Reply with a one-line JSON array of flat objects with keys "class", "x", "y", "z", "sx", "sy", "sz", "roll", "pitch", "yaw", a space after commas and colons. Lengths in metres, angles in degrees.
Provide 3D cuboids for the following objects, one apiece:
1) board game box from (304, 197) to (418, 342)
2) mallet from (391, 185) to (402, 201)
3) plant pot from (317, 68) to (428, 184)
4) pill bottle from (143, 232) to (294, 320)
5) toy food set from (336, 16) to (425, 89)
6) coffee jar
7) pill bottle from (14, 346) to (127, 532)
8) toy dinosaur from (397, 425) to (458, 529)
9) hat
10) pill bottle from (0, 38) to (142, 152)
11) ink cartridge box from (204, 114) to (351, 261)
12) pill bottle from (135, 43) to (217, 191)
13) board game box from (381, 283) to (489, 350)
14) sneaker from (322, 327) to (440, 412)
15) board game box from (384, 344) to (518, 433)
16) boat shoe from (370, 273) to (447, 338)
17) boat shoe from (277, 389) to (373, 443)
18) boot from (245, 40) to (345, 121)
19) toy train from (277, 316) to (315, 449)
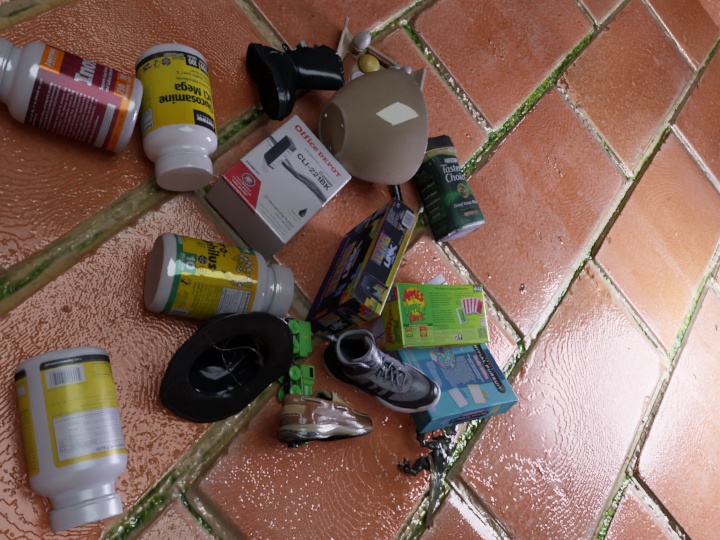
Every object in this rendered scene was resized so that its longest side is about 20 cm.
[{"class": "board game box", "x": 0.000, "y": 0.000, "z": 1.116, "sx": 0.056, "sy": 0.165, "sz": 0.201, "roll": 35, "pitch": 55, "yaw": -18}, {"class": "mallet", "x": 0.066, "y": -0.204, "z": 1.329, "sx": 0.065, "sy": 0.041, "sz": 0.202, "roll": -14, "pitch": 83, "yaw": -33}, {"class": "plant pot", "x": 0.004, "y": -0.246, "z": 1.203, "sx": 0.133, "sy": 0.200, "sz": 0.203, "roll": -9, "pitch": 76, "yaw": -32}, {"class": "pill bottle", "x": -0.202, "y": 0.018, "z": 1.008, "sx": 0.198, "sy": 0.113, "sz": 0.114, "roll": 12, "pitch": 65, "yaw": -28}, {"class": "toy food set", "x": 0.037, "y": -0.396, "z": 1.370, "sx": 0.198, "sy": 0.060, "sz": 0.145, "roll": 25, "pitch": 59, "yaw": -22}, {"class": "coffee jar", "x": 0.158, "y": -0.162, "z": 1.339, "sx": 0.103, "sy": 0.085, "sz": 0.202, "roll": -15, "pitch": 79, "yaw": -37}, {"class": "pill bottle", "x": -0.346, "y": 0.202, "z": 0.839, "sx": 0.111, "sy": 0.112, "sz": 0.203, "roll": -6, "pitch": 74, "yaw": -35}, {"class": "toy dinosaur", "x": 0.114, "y": 0.311, "z": 1.143, "sx": 0.088, "sy": 0.047, "sz": 0.202, "roll": 34, "pitch": 59, "yaw": -25}, {"class": "hat", "x": -0.194, "y": 0.114, "z": 0.968, "sx": 0.199, "sy": 0.202, "sz": 0.081, "roll": -5, "pitch": 40, "yaw": -35}, {"class": "pill bottle", "x": -0.419, "y": -0.249, "z": 0.975, "sx": 0.198, "sy": 0.113, "sz": 0.114, "roll": 16, "pitch": 63, "yaw": -28}, {"class": "ink cartridge box", "x": -0.130, "y": -0.138, "z": 1.138, "sx": 0.144, "sy": 0.084, "sz": 0.200, "roll": 47, "pitch": 52, "yaw": -8}, {"class": "pill bottle", "x": -0.279, "y": -0.230, "z": 1.060, "sx": 0.111, "sy": 0.112, "sz": 0.203, "roll": -1, "pitch": 72, "yaw": -33}, {"class": "board game box", "x": 0.126, "y": 0.077, "z": 1.161, "sx": 0.198, "sy": 0.047, "sz": 0.103, "roll": 2, "pitch": 77, "yaw": -37}, {"class": "sneaker", "x": 0.031, "y": 0.152, "z": 1.064, "sx": 0.198, "sy": 0.114, "sz": 0.076, "roll": 21, "pitch": 66, "yaw": 10}, {"class": "board game box", "x": 0.154, "y": 0.185, "z": 1.187, "sx": 0.198, "sy": 0.047, "sz": 0.152, "roll": -3, "pitch": 51, "yaw": -34}, {"class": "boat shoe", "x": 0.096, "y": 0.075, "z": 1.214, "sx": 0.199, "sy": 0.072, "sz": 0.066, "roll": -32, "pitch": 85, "yaw": -46}, {"class": "boat shoe", "x": -0.047, "y": 0.212, "z": 1.021, "sx": 0.199, "sy": 0.075, "sz": 0.075, "roll": 19, "pitch": 59, "yaw": -57}, {"class": "boot", "x": -0.101, "y": -0.333, "z": 1.210, "sx": 0.161, "sy": 0.074, "sz": 0.199, "roll": -3, "pitch": 47, "yaw": -27}, {"class": "toy train", "x": -0.096, "y": 0.171, "z": 1.063, "sx": 0.056, "sy": 0.041, "sz": 0.203, "roll": 14, "pitch": 65, "yaw": -43}]
